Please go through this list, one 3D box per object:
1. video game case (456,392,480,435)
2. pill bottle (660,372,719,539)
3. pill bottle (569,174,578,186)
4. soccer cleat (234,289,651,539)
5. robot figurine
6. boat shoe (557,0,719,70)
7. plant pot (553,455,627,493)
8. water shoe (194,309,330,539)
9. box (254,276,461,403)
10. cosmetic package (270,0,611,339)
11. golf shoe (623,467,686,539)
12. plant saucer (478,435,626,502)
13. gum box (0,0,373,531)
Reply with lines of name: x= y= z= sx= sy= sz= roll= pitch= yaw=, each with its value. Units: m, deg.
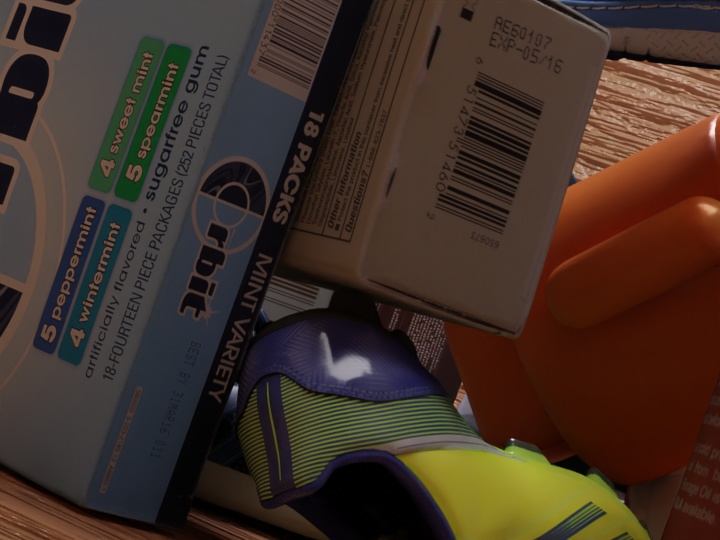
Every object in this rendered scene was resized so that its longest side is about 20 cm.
video game case: x=0.144 y=0.012 z=0.939 sx=0.199 sy=0.144 sz=0.018 roll=-7 pitch=-44 yaw=49
pill bottle: x=0.163 y=0.052 z=0.638 sx=0.111 sy=0.201 sz=0.112 roll=20 pitch=-1 yaw=0
pill bottle: x=0.024 y=0.005 z=1.105 sx=0.112 sy=0.200 sz=0.112 roll=41 pitch=20 yaw=-19
soccer cleat: x=0.031 y=0.085 z=0.650 sx=0.064 sy=0.084 sz=0.200 roll=-26 pitch=-46 yaw=30
robot figurine: x=0.131 y=0.005 z=0.766 sx=0.144 sy=0.199 sz=0.117 roll=48 pitch=28 yaw=-31
boat shoe: x=0.101 y=-0.110 z=0.722 sx=0.198 sy=0.073 sz=0.072 roll=8 pitch=4 yaw=1
plant pot: x=0.192 y=0.056 z=1.031 sx=0.199 sy=0.162 sz=0.201 roll=9 pitch=-32 yaw=6
water shoe: x=-0.052 y=0.040 z=0.733 sx=0.199 sy=0.079 sz=0.071 roll=21 pitch=-1 yaw=-8
box: x=0.000 y=0.000 z=0.885 sx=0.075 sy=0.101 sz=0.200 roll=19 pitch=-2 yaw=20
cosmetic package: x=-0.020 y=-0.049 z=0.684 sx=0.073 sy=0.104 sz=0.200 roll=20 pitch=-3 yaw=-36
golf shoe: x=0.163 y=0.097 z=0.820 sx=0.091 sy=0.076 sz=0.200 roll=-21 pitch=1 yaw=26
plant saucer: x=0.030 y=0.091 z=0.883 sx=0.199 sy=0.051 sz=0.200 roll=21 pitch=-2 yaw=1
gum box: x=-0.103 y=-0.030 z=0.662 sx=0.044 sy=0.171 sz=0.199 roll=21 pitch=-1 yaw=-44
